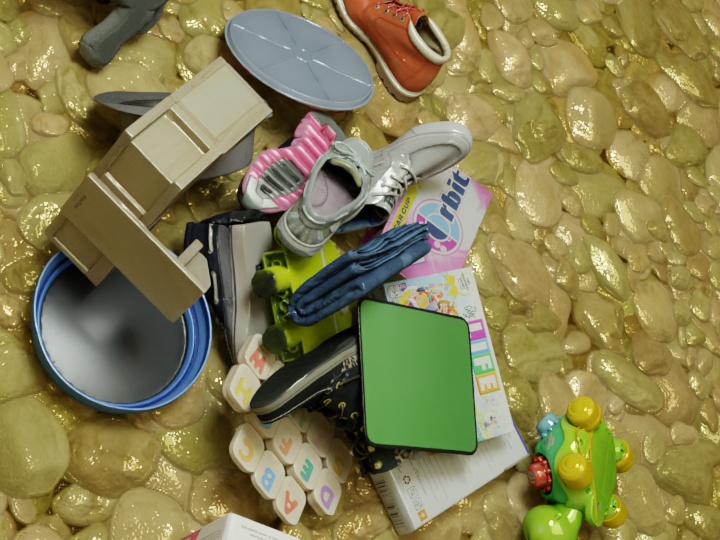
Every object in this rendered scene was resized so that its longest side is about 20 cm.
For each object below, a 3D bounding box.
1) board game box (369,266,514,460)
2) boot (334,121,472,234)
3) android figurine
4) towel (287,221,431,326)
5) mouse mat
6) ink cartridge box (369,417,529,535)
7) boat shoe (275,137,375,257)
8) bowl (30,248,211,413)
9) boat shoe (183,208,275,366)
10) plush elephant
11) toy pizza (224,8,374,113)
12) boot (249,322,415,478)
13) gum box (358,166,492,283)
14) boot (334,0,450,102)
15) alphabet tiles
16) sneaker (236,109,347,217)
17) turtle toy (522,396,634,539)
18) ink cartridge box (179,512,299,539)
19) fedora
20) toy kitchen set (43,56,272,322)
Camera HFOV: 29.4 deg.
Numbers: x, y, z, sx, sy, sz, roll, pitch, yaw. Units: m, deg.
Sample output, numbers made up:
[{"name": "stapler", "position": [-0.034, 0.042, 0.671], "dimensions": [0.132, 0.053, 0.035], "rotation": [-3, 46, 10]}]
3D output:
[{"name": "board game box", "position": [0.095, 0.105, 1.588], "dimensions": [0.134, 0.034, 0.202], "rotation": [-11, 83, -36]}, {"name": "boot", "position": [0.042, -0.101, 1.621], "dimensions": [0.074, 0.199, 0.096], "rotation": [48, 32, -38]}, {"name": "android figurine", "position": [-0.056, 0.030, 1.544], "dimensions": [0.200, 0.041, 0.184], "rotation": [-15, 95, -64]}, {"name": "towel", "position": [0.000, 0.000, 1.500], "dimensions": [0.049, 0.111, 0.200], "rotation": [58, 28, 0]}, {"name": "mouse mat", "position": [0.065, 0.119, 1.508], "dimensions": [0.199, 0.007, 0.162], "rotation": [13, 69, -47]}, {"name": "ink cartridge box", "position": [0.080, 0.175, 1.609], "dimensions": [0.199, 0.047, 0.199], "rotation": [-24, 87, -39]}, {"name": "boat shoe", "position": [-0.027, -0.091, 1.520], "dimensions": [0.074, 0.065, 0.202], "rotation": [41, 40, -2]}, {"name": "bowl", "position": [-0.257, 0.058, 1.464], "dimensions": [0.199, 0.039, 0.202], "rotation": [13, 63, -26]}, {"name": "boat shoe", "position": [-0.146, 0.031, 1.532], "dimensions": [0.074, 0.092, 0.202], "rotation": [-11, 101, -57]}, {"name": "plush elephant", "position": [-0.277, -0.368, 1.583], "dimensions": [0.199, 0.155, 0.165], "rotation": [-31, 131, -6]}, {"name": "toy pizza", "position": [-0.077, -0.253, 1.685], "dimensions": [0.199, 0.032, 0.201], "rotation": [20, 35, -14]}, {"name": "boot", "position": [-0.018, 0.156, 1.459], "dimensions": [0.203, 0.073, 0.155], "rotation": [-32, 104, -46]}, {"name": "gum box", "position": [0.077, -0.051, 1.696], "dimensions": [0.113, 0.066, 0.201], "rotation": [36, 55, -15]}, {"name": "boot", "position": [0.043, -0.329, 1.777], "dimensions": [0.075, 0.107, 0.201], "rotation": [-32, 86, -35]}, {"name": "alphabet tiles", "position": [-0.075, 0.168, 1.489], "dimensions": [0.200, 0.015, 0.196], "rotation": [55, 34, -23]}, {"name": "sneaker", "position": [-0.091, -0.109, 1.599], "dimensions": [0.079, 0.095, 0.200], "rotation": [52, 39, -7]}, {"name": "turtle toy", "position": [0.252, 0.253, 1.644], "dimensions": [0.146, 0.100, 0.201], "rotation": [49, 46, -41]}, {"name": "ink cartridge box", "position": [-0.144, 0.356, 1.334], "dimensions": [0.084, 0.145, 0.201], "rotation": [25, 58, -20]}, {"name": "fedora", "position": [-0.199, -0.149, 1.542], "dimensions": [0.198, 0.177, 0.091], "rotation": [-1, 103, -8]}, {"name": "toy kitchen set", "position": [-0.184, -0.071, 1.426], "dimensions": [0.163, 0.200, 0.181], "rotation": [46, 44, -5]}]
